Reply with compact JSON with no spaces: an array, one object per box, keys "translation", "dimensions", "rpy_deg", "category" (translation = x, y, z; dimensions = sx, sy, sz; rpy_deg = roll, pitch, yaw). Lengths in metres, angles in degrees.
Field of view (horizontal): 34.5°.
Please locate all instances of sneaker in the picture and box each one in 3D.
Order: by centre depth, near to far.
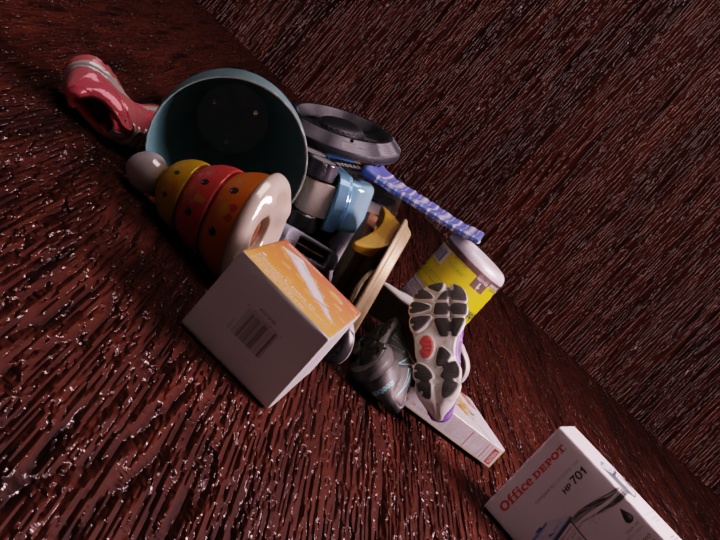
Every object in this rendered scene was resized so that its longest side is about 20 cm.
[{"translation":[-0.049,0.048,1.462],"dimensions":[0.083,0.072,0.201],"rpy_deg":[35,13,-46],"category":"sneaker"},{"translation":[-0.299,-0.182,1.471],"dimensions":[0.199,0.074,0.087],"rpy_deg":[36,28,-28],"category":"sneaker"},{"translation":[0.031,0.125,1.519],"dimensions":[0.080,0.075,0.200],"rpy_deg":[55,15,-9],"category":"sneaker"},{"translation":[0.101,0.107,1.533],"dimensions":[0.084,0.079,0.203],"rpy_deg":[80,15,-55],"category":"sneaker"},{"translation":[0.090,0.086,1.634],"dimensions":[0.200,0.073,0.084],"rpy_deg":[45,12,27],"category":"sneaker"}]

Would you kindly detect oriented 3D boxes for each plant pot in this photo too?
[{"translation":[-0.165,-0.168,1.457],"dimensions":[0.199,0.200,0.135],"rpy_deg":[39,19,-20],"category":"plant pot"}]

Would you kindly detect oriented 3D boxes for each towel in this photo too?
[{"translation":[0.094,-0.099,1.701],"dimensions":[0.198,0.024,0.145],"rpy_deg":[32,8,6],"category":"towel"}]

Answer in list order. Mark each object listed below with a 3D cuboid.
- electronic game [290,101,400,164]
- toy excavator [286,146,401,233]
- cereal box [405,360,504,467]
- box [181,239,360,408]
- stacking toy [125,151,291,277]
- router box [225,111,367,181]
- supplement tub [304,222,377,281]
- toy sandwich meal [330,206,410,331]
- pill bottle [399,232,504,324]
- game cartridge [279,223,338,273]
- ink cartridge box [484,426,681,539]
[{"translation":[-0.033,-0.207,1.755],"dimensions":[0.197,0.042,0.201],"rpy_deg":[17,20,-6],"category":"electronic game"},{"translation":[-0.016,-0.100,1.663],"dimensions":[0.197,0.101,0.195],"rpy_deg":[19,12,-19],"category":"toy excavator"},{"translation":[0.106,0.180,1.631],"dimensions":[0.199,0.040,0.144],"rpy_deg":[38,10,-29],"category":"cereal box"},{"translation":[-0.087,0.049,1.217],"dimensions":[0.124,0.098,0.200],"rpy_deg":[44,9,3],"category":"box"},{"translation":[-0.192,-0.079,1.358],"dimensions":[0.198,0.148,0.146],"rpy_deg":[26,6,11],"category":"stacking toy"},{"translation":[-0.103,-0.177,1.742],"dimensions":[0.198,0.052,0.149],"rpy_deg":[4,35,-42],"category":"router box"},{"translation":[-0.052,-0.074,1.811],"dimensions":[0.201,0.123,0.122],"rpy_deg":[51,12,33],"category":"supplement tub"},{"translation":[0.000,0.000,1.541],"dimensions":[0.070,0.207,0.205],"rpy_deg":[30,10,1],"category":"toy sandwich meal"},{"translation":[0.116,0.049,1.747],"dimensions":[0.109,0.200,0.109],"rpy_deg":[41,10,-9],"category":"pill bottle"},{"translation":[-0.118,-0.051,1.579],"dimensions":[0.132,0.042,0.200],"rpy_deg":[31,0,20],"category":"game cartridge"},{"translation":[0.275,0.315,1.439],"dimensions":[0.200,0.147,0.086],"rpy_deg":[46,12,20],"category":"ink cartridge box"}]
